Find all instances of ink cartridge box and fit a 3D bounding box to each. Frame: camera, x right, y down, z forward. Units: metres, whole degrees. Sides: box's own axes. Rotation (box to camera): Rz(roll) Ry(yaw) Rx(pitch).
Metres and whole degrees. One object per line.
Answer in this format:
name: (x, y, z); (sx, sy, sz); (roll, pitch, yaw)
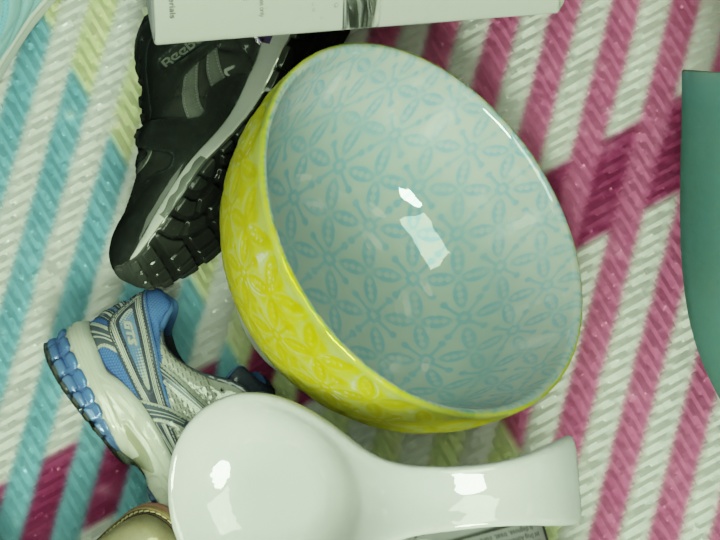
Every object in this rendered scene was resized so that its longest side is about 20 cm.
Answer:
ink cartridge box: (-0.010, -0.185, 1.230); (0.200, 0.146, 0.084); (-6, 124, -8)

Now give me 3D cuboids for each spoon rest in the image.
spoon rest: (-0.003, 0.101, 1.145); (0.200, 0.061, 0.099); (-6, 90, 25)

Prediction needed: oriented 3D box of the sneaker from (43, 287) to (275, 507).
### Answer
sneaker: (-0.070, 0.091, 1.257); (0.085, 0.077, 0.200); (-38, 83, -6)

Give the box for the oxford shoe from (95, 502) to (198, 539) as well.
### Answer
oxford shoe: (-0.145, 0.199, 1.214); (0.071, 0.074, 0.200); (37, 107, 16)

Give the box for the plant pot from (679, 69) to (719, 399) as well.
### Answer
plant pot: (0.243, -0.005, 1.195); (0.200, 0.201, 0.161); (6, 94, 4)

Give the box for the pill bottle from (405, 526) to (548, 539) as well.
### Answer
pill bottle: (0.054, 0.204, 1.214); (0.114, 0.114, 0.200); (-16, 82, 1)

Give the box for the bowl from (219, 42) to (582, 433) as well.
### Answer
bowl: (0.000, 0.000, 1.235); (0.108, 0.200, 0.200); (-34, 80, 42)

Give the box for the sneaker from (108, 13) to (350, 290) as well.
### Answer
sneaker: (-0.084, -0.085, 1.286); (0.088, 0.076, 0.200); (26, 75, 21)

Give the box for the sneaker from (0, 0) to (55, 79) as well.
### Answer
sneaker: (-0.188, -0.162, 1.289); (0.074, 0.082, 0.200); (23, 85, 5)
